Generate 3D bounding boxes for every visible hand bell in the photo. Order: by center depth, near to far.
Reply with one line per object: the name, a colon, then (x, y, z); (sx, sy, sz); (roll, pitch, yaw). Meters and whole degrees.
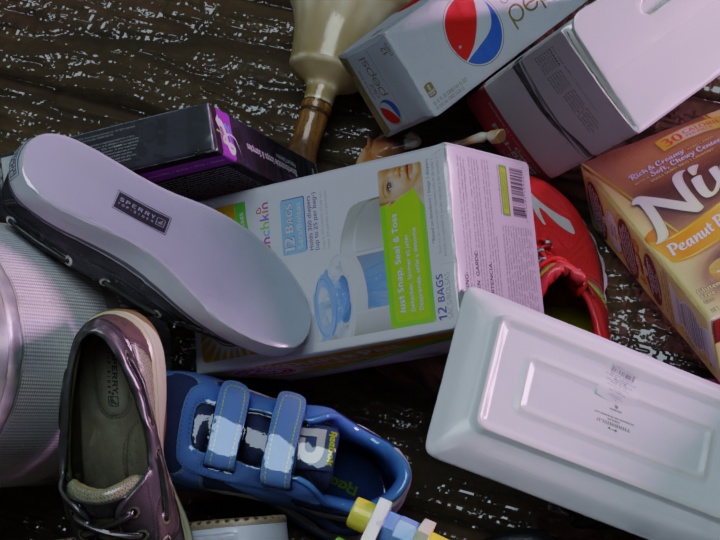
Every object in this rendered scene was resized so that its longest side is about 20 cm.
hand bell: (-0.034, -0.106, 1.473); (0.104, 0.104, 0.201); (12, 70, 14)

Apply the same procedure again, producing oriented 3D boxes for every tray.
tray: (0.140, 0.086, 1.201); (0.199, 0.022, 0.108); (21, 62, -11)

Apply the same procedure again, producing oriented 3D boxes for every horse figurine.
horse figurine: (0.034, -0.012, 1.395); (0.132, 0.050, 0.201); (-6, 65, 35)

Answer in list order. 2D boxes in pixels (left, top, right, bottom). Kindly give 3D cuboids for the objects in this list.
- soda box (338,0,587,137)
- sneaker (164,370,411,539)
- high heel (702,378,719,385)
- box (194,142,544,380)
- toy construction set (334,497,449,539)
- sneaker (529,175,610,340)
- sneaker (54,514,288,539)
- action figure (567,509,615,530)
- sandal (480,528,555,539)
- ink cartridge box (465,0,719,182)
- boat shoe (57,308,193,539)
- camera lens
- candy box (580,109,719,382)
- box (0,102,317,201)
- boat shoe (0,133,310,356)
soda box: (0.080, -0.174, 1.467); (0.200, 0.064, 0.068); (-39, 102, -33)
sneaker: (-0.058, 0.103, 1.273); (0.199, 0.082, 0.074); (19, 68, -21)
high heel: (0.250, 0.059, 1.320); (0.199, 0.067, 0.096); (-5, 65, -2)
box: (0.000, 0.000, 1.310); (0.199, 0.101, 0.113); (-11, 80, 33)
toy construction set: (-0.018, 0.224, 1.171); (0.092, 0.131, 0.200); (38, 82, 9)
sneaker: (0.128, 0.012, 1.362); (0.077, 0.085, 0.201); (-12, 56, -2)
sneaker: (-0.128, 0.210, 1.267); (0.199, 0.071, 0.113); (-10, 83, 28)
action figure: (0.172, 0.160, 1.251); (0.119, 0.102, 0.200); (-36, 87, -30)
sandal: (0.032, 0.201, 1.259); (0.199, 0.048, 0.076); (-14, 91, 17)
ink cartridge box: (0.172, -0.138, 1.383); (0.146, 0.200, 0.083); (-35, 92, -16)
boat shoe: (-0.140, 0.124, 1.200); (0.073, 0.065, 0.201); (-9, 90, 16)
camera lens: (-0.227, 0.050, 1.282); (0.159, 0.200, 0.161); (-2, 86, 29)
candy box: (0.232, -0.021, 1.352); (0.115, 0.056, 0.200); (-21, 36, -8)
box: (-0.122, -0.056, 1.355); (0.142, 0.200, 0.036); (-13, 77, 15)
boat shoe: (-0.125, -0.004, 1.253); (0.199, 0.066, 0.070); (29, 51, -13)
